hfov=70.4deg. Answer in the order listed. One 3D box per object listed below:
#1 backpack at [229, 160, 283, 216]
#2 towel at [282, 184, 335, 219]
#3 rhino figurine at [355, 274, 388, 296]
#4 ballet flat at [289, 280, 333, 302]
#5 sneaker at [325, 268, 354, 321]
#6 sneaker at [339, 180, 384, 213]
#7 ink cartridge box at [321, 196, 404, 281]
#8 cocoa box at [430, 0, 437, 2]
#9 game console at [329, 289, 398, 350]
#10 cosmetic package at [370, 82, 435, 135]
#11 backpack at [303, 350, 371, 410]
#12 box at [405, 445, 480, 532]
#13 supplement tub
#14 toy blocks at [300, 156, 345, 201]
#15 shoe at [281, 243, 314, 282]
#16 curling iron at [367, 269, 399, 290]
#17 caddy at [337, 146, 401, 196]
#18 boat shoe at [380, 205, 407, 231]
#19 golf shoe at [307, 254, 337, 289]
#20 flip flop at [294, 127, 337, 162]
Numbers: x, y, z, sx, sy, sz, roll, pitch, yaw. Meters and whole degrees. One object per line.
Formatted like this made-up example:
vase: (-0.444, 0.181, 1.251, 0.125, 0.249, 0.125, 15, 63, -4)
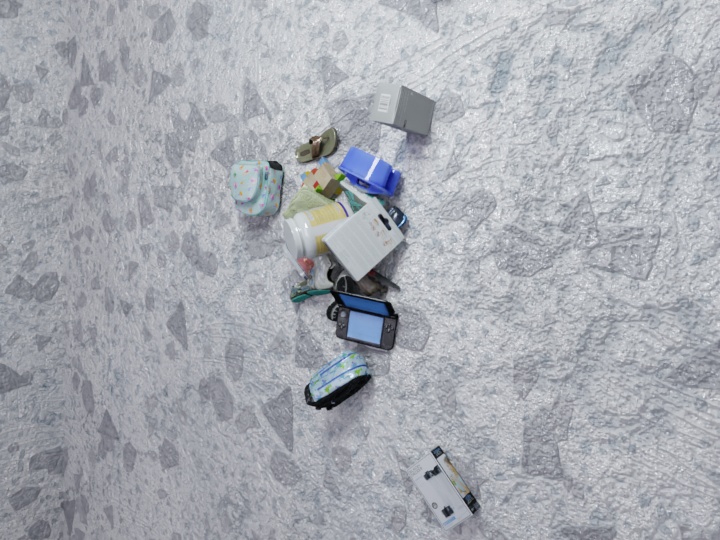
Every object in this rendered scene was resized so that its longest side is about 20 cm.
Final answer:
backpack: (-0.377, -0.294, 1.836, 0.175, 0.153, 0.202, 9, 104, 30)
towel: (-0.140, -0.175, 1.662, 0.199, 0.037, 0.149, 31, 119, -17)
rhino figurine: (0.000, 0.000, 1.605, 0.060, 0.087, 0.200, -47, 66, 27)
ballet flat: (-0.171, 0.058, 1.745, 0.199, 0.074, 0.075, -16, 83, 37)
sneaker: (-0.061, 0.081, 1.676, 0.073, 0.080, 0.201, 17, 121, -9)
sneaker: (-0.011, -0.217, 1.601, 0.200, 0.077, 0.092, 42, 117, 42)
ink cartridge box: (0.009, -0.093, 1.501, 0.160, 0.200, 0.047, 51, 169, -18)
cocoa box: (0.222, -0.865, 1.378, 0.133, 0.131, 0.202, 4, 95, 36)
game console: (0.004, 0.153, 1.564, 0.199, 0.116, 0.177, 11, 99, 20)
cosmetic package: (0.122, -0.449, 1.429, 0.090, 0.199, 0.108, 22, 107, 35)
backpack: (-0.063, 0.348, 1.630, 0.199, 0.163, 0.155, -27, 62, 27)
box: (0.235, 0.628, 1.475, 0.117, 0.060, 0.201, -47, 66, 28)
supplement tub: (-0.121, -0.119, 1.551, 0.145, 0.199, 0.146, 163, 90, -72)
toy blocks: (-0.148, -0.289, 1.711, 0.200, 0.100, 0.137, -50, 53, 26)
shoe: (-0.195, -0.050, 1.765, 0.091, 0.072, 0.200, -40, 48, 0)
curling iron: (0.038, -0.002, 1.554, 0.200, 0.026, 0.050, 37, 88, -5)
caddy: (0.024, -0.287, 1.536, 0.199, 0.141, 0.105, 32, 98, 32)
boat shoe: (0.055, -0.122, 1.571, 0.200, 0.084, 0.069, -39, 89, 17)
golf shoe: (-0.116, -0.039, 1.643, 0.097, 0.078, 0.202, 0, 92, 24)
flip flop: (-0.155, -0.419, 1.720, 0.199, 0.057, 0.082, -13, 84, 36)
